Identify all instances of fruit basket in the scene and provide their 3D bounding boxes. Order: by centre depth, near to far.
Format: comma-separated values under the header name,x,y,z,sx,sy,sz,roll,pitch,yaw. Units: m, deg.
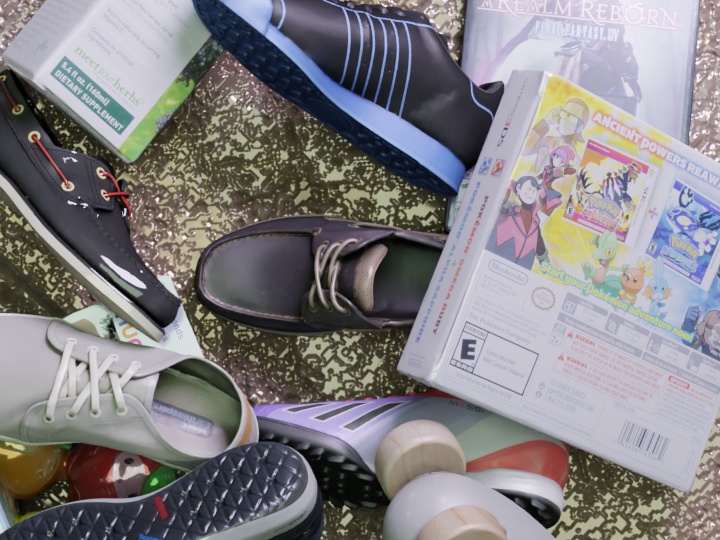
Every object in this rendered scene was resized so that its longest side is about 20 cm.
name,x,y,z,sx,sy,sz,roll,pitch,yaw
fruit basket,-0.166,0.124,1.080,0.199,0.094,0.187,-22,88,-1

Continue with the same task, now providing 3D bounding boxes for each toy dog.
name,x,y,z,sx,sy,sz,roll,pitch,yaw
toy dog,0.070,0.176,1.044,0.200,0.132,0.096,43,105,-13

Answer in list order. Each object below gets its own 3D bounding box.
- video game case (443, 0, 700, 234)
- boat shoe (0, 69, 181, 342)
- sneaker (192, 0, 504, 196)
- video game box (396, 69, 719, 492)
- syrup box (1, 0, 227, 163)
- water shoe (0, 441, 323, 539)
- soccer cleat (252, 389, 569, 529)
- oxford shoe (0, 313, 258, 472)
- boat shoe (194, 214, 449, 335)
name,x,y,z,sx,sy,sz,roll,pitch,yaw
video game case,0.130,-0.115,1.144,0.141,0.019,0.202,6,85,0
boat shoe,-0.165,-0.040,1.078,0.063,0.074,0.201,-41,63,-7
sneaker,-0.003,-0.125,1.082,0.199,0.070,0.078,36,76,-25
video game box,0.137,0.008,1.075,0.199,0.047,0.183,24,88,-29
syrup box,-0.109,-0.169,1.099,0.079,0.081,0.200,41,85,-29
water shoe,-0.112,0.161,1.021,0.198,0.079,0.072,-19,48,-3
soccer cleat,0.025,0.101,1.115,0.198,0.068,0.074,10,58,5
oxford shoe,-0.148,0.064,1.038,0.198,0.058,0.076,16,71,-11
boat shoe,0.000,0.000,1.104,0.198,0.073,0.075,0,83,2
